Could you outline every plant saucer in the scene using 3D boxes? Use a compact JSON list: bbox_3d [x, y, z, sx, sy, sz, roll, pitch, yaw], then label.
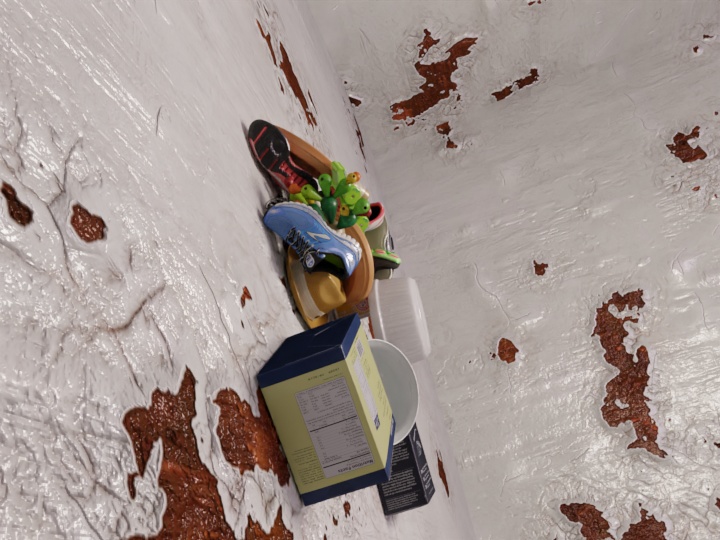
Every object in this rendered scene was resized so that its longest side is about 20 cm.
[{"bbox_3d":[-0.123,-0.244,1.255,0.197,0.033,0.200,32,-2,1],"label":"plant saucer"},{"bbox_3d":[-0.051,-0.021,1.227,0.037,0.198,0.205,-19,91,-39],"label":"plant saucer"}]

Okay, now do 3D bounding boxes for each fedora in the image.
[{"bbox_3d":[-0.079,0.028,1.151,0.200,0.080,0.206,-20,91,-81],"label":"fedora"}]

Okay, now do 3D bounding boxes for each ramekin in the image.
[{"bbox_3d":[0.088,0.111,1.269,0.200,0.102,0.206,-13,90,-82],"label":"ramekin"}]

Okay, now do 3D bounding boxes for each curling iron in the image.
[{"bbox_3d":[-0.127,-0.079,1.148,0.026,0.049,0.201,55,1,37],"label":"curling iron"}]

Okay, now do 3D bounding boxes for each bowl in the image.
[{"bbox_3d":[0.014,0.246,1.147,0.197,0.090,0.207,12,67,-31],"label":"bowl"}]

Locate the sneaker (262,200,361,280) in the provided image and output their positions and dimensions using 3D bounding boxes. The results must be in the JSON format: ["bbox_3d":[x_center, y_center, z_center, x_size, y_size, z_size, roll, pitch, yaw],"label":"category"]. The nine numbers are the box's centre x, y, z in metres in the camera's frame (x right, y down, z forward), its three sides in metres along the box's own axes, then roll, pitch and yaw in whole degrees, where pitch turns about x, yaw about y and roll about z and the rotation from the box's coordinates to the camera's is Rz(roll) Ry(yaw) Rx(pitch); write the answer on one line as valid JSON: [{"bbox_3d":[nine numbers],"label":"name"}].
[{"bbox_3d":[-0.090,-0.051,1.059,0.197,0.079,0.090,29,42,-10],"label":"sneaker"}]

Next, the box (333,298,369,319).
[{"bbox_3d":[-0.024,0.019,1.413,0.101,0.110,0.205,9,64,-79],"label":"box"}]

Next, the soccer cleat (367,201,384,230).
[{"bbox_3d":[-0.032,-0.099,1.324,0.069,0.197,0.073,60,-12,10],"label":"soccer cleat"}]

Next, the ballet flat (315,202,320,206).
[{"bbox_3d":[-0.117,-0.126,1.259,0.201,0.069,0.069,-88,157,-66],"label":"ballet flat"}]

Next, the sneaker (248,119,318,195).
[{"bbox_3d":[-0.171,-0.214,1.181,0.086,0.074,0.201,17,-31,54],"label":"sneaker"}]

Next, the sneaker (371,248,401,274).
[{"bbox_3d":[0.000,0.000,1.327,0.077,0.194,0.086,-38,117,-75],"label":"sneaker"}]

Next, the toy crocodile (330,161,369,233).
[{"bbox_3d":[-0.029,-0.138,1.223,0.068,0.061,0.203,56,-11,45],"label":"toy crocodile"}]

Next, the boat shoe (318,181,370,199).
[{"bbox_3d":[-0.057,-0.151,1.338,0.064,0.198,0.073,31,62,-29],"label":"boat shoe"}]

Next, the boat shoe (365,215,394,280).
[{"bbox_3d":[0.046,-0.054,1.398,0.066,0.073,0.204,53,21,-63],"label":"boat shoe"}]

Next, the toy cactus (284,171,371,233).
[{"bbox_3d":[-0.057,-0.111,1.126,0.102,0.195,0.169,-49,137,-50],"label":"toy cactus"}]

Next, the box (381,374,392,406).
[{"bbox_3d":[0.029,0.259,1.313,0.200,0.095,0.128,40,33,-74],"label":"box"}]

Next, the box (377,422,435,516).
[{"bbox_3d":[0.089,0.428,1.321,0.148,0.102,0.205,39,33,-72],"label":"box"}]

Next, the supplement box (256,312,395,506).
[{"bbox_3d":[-0.041,0.201,0.887,0.200,0.131,0.205,-54,125,-79],"label":"supplement box"}]
